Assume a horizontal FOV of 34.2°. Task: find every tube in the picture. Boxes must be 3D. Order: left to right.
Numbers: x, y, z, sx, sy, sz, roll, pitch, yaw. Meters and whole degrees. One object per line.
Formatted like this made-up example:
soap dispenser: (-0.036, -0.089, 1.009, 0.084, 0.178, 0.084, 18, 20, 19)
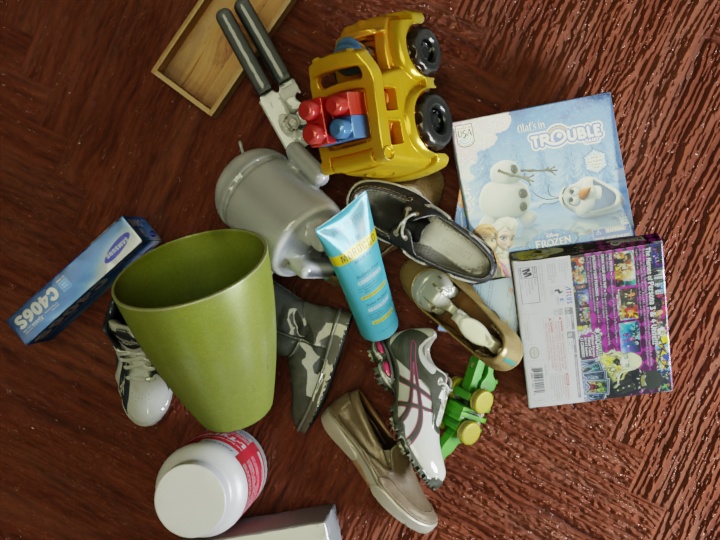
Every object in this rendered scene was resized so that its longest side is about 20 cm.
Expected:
tube: (0.000, 0.000, 1.401, 0.077, 0.201, 0.050, -41, 47, -23)

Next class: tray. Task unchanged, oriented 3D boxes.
tray: (-0.168, -0.305, 1.491, 0.098, 0.037, 0.201, 36, 95, 4)

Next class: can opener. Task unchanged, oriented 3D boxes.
can opener: (-0.115, -0.239, 1.457, 0.052, 0.066, 0.201, -30, 99, -5)

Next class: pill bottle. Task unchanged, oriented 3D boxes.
pill bottle: (-0.183, 0.258, 1.423, 0.111, 0.200, 0.113, 0, 92, 5)

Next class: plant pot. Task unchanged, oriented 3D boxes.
plant pot: (-0.173, 0.083, 1.381, 0.186, 0.187, 0.201, -12, 116, 6)

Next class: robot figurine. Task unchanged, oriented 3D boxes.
robot figurine: (-0.102, -0.072, 1.436, 0.200, 0.113, 0.170, 44, 109, 26)

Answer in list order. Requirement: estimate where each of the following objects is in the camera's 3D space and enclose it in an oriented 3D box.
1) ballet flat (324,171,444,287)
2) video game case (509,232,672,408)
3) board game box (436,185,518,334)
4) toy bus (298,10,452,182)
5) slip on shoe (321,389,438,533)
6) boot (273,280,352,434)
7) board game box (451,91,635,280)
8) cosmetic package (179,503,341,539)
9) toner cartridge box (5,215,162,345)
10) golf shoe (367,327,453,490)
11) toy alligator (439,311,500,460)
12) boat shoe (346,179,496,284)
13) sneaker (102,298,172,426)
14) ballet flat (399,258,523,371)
ballet flat: (0.027, -0.054, 1.458, 0.200, 0.072, 0.068, -40, 88, 5)
video game case: (0.281, 0.063, 1.421, 0.180, 0.036, 0.201, -8, 111, 6)
board game box: (0.161, -0.015, 1.472, 0.102, 0.019, 0.202, 9, 92, 4)
toy bus: (-0.001, -0.206, 1.383, 0.135, 0.191, 0.202, -9, 88, 38)
slip on shoe: (0.035, 0.237, 1.465, 0.061, 0.076, 0.200, -42, 80, 17)
boot: (-0.124, 0.091, 1.479, 0.199, 0.073, 0.183, 18, 93, 4)
board game box: (0.223, -0.100, 1.433, 0.198, 0.043, 0.201, -11, 90, 5)
cosmetic package: (-0.124, 0.356, 1.468, 0.198, 0.107, 0.091, -8, 90, 8)
toner cartridge box: (-0.349, 0.012, 1.488, 0.200, 0.095, 0.043, -41, 88, 6)
golf shoe: (0.076, 0.165, 1.434, 0.088, 0.077, 0.201, -20, 72, 7)
toy alligator: (0.146, 0.150, 1.463, 0.054, 0.059, 0.201, 20, 93, -39)
boat shoe: (0.073, -0.045, 1.391, 0.199, 0.060, 0.074, 33, 95, -2)
sneaker: (-0.282, 0.101, 1.465, 0.079, 0.130, 0.201, 8, 92, 7)
ballet flat: (0.116, 0.044, 1.424, 0.200, 0.063, 0.069, 39, 100, 25)
